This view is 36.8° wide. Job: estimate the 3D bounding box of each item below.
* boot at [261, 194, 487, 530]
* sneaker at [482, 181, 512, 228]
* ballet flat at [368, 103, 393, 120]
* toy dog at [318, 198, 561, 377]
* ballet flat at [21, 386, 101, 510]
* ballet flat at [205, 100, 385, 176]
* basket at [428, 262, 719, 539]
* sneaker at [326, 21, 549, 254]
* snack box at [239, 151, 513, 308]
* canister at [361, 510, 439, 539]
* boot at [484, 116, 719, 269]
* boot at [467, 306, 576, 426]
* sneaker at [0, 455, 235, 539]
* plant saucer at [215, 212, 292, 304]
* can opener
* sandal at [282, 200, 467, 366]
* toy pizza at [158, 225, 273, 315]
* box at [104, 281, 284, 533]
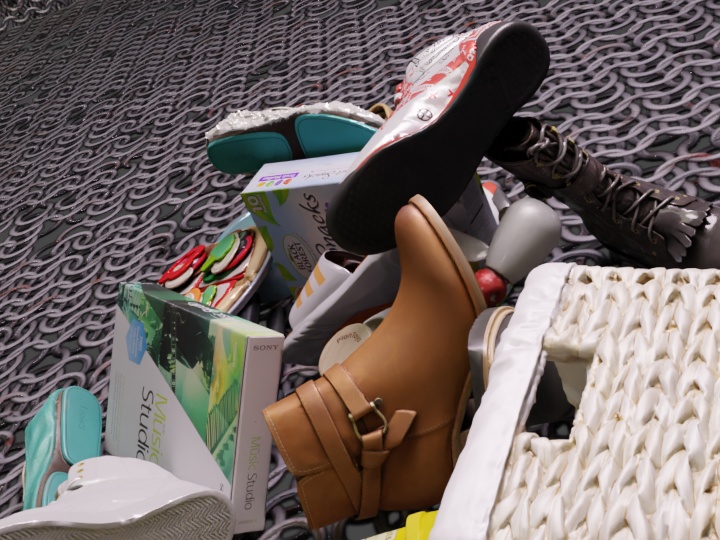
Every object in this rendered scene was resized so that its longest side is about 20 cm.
[{"bbox_3d":[0.009,0.064,0.704,0.155,0.200,0.077,-17,15,-3],"label":"boot"},{"bbox_3d":[0.067,-0.038,0.968,0.108,0.067,0.201,-29,25,-7],"label":"sneaker"},{"bbox_3d":[-0.014,-0.100,1.080,0.069,0.063,0.200,-11,30,38],"label":"ballet flat"},{"bbox_3d":[0.054,0.025,0.793,0.200,0.132,0.096,-30,35,-9],"label":"toy dog"},{"bbox_3d":[-0.235,0.176,0.845,0.070,0.067,0.200,-47,31,18],"label":"ballet flat"},{"bbox_3d":[-0.047,-0.123,0.946,0.200,0.072,0.072,3,38,29],"label":"ballet flat"},{"bbox_3d":[0.151,0.122,0.494,0.161,0.200,0.198,-5,34,28],"label":"basket"},{"bbox_3d":[0.043,-0.095,0.778,0.201,0.067,0.108,-49,19,-6],"label":"sneaker"},{"bbox_3d":[0.015,-0.029,0.910,0.200,0.142,0.053,-3,35,34],"label":"snack box"},{"bbox_3d":[-0.028,0.220,0.584,0.200,0.087,0.149,-19,29,12],"label":"canister"},{"bbox_3d":[0.181,-0.053,0.787,0.200,0.174,0.069,20,82,60],"label":"boot"},{"bbox_3d":[0.154,0.056,0.651,0.138,0.078,0.200,-5,-2,25],"label":"boot"},{"bbox_3d":[-0.198,0.177,0.720,0.200,0.074,0.116,-5,8,-35],"label":"sneaker"},{"bbox_3d":[-0.075,-0.035,1.112,0.200,0.027,0.200,-18,29,10],"label":"plant saucer"},{"bbox_3d":[-0.086,0.077,0.904,0.079,0.063,0.200,-45,13,18],"label":"can opener"},{"bbox_3d":[0.006,0.001,0.858,0.207,0.079,0.059,-47,50,29],"label":"sandal"},{"bbox_3d":[-0.162,0.024,1.016,0.200,0.032,0.200,-35,23,17],"label":"toy pizza"},{"bbox_3d":[-0.132,0.096,0.820,0.036,0.145,0.200,0,9,-40],"label":"box"}]
